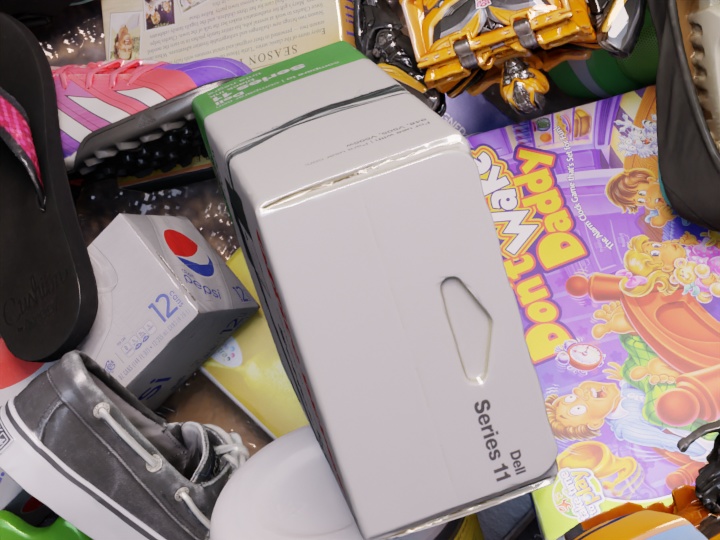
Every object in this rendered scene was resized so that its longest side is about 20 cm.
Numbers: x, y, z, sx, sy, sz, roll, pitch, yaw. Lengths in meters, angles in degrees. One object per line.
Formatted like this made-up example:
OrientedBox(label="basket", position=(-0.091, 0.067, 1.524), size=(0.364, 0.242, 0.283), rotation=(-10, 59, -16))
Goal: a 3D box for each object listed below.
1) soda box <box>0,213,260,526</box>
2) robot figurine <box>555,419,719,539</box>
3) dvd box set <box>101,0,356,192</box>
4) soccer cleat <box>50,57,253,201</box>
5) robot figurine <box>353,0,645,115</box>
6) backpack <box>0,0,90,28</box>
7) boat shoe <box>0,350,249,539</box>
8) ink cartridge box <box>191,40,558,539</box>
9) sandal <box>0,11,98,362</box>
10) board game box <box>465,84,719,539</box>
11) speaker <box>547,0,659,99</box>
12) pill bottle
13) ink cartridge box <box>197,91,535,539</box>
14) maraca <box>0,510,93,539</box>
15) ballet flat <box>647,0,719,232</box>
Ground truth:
OrientedBox(label="soda box", position=(-0.147, 0.061, 0.809), size=(0.200, 0.068, 0.063), rotation=(-44, 76, 17))
OrientedBox(label="robot figurine", position=(0.152, 0.134, 0.671), size=(0.200, 0.058, 0.145), rotation=(-26, 115, 9))
OrientedBox(label="dvd box set", position=(-0.067, -0.149, 0.838), size=(0.146, 0.029, 0.200), rotation=(-11, 82, 30))
OrientedBox(label="soccer cleat", position=(-0.134, -0.077, 0.820), size=(0.200, 0.068, 0.073), rotation=(-19, 78, 34))
OrientedBox(label="robot figurine", position=(0.050, -0.168, 0.750), size=(0.145, 0.058, 0.200), rotation=(-17, 76, 21))
OrientedBox(label="backpack", position=(-0.226, -0.230, 0.835), size=(0.176, 0.153, 0.200), rotation=(-11, 74, 16))
OrientedBox(label="boat shoe", position=(-0.082, 0.101, 0.770), size=(0.068, 0.074, 0.199), rotation=(-44, 124, 4))
OrientedBox(label="ink cartridge box", position=(0.000, 0.000, 0.685), size=(0.083, 0.200, 0.147), rotation=(-20, 109, -6))
OrientedBox(label="sandal", position=(-0.174, -0.050, 0.778), size=(0.075, 0.045, 0.200), rotation=(-39, 58, 28))
OrientedBox(label="board game box", position=(0.122, 0.020, 0.748), size=(0.134, 0.045, 0.200), rotation=(-16, 63, 2))
OrientedBox(label="speaker", position=(0.179, -0.141, 0.764), size=(0.200, 0.088, 0.089), rotation=(-15, 81, 34))
OrientedBox(label="pill bottle", position=(0.014, 0.172, 0.743), size=(0.112, 0.112, 0.200), rotation=(-15, 119, 6))
OrientedBox(label="ink cartridge box", position=(0.040, 0.025, 0.824), size=(0.198, 0.047, 0.200), rotation=(42, 94, 11))
OrientedBox(label="maraca", position=(-0.120, 0.201, 0.789), size=(0.137, 0.107, 0.200), rotation=(-43, 93, 16))
OrientedBox(label="ballet flat", position=(0.153, -0.113, 0.689), size=(0.068, 0.068, 0.200), rotation=(-20, 107, -26))
